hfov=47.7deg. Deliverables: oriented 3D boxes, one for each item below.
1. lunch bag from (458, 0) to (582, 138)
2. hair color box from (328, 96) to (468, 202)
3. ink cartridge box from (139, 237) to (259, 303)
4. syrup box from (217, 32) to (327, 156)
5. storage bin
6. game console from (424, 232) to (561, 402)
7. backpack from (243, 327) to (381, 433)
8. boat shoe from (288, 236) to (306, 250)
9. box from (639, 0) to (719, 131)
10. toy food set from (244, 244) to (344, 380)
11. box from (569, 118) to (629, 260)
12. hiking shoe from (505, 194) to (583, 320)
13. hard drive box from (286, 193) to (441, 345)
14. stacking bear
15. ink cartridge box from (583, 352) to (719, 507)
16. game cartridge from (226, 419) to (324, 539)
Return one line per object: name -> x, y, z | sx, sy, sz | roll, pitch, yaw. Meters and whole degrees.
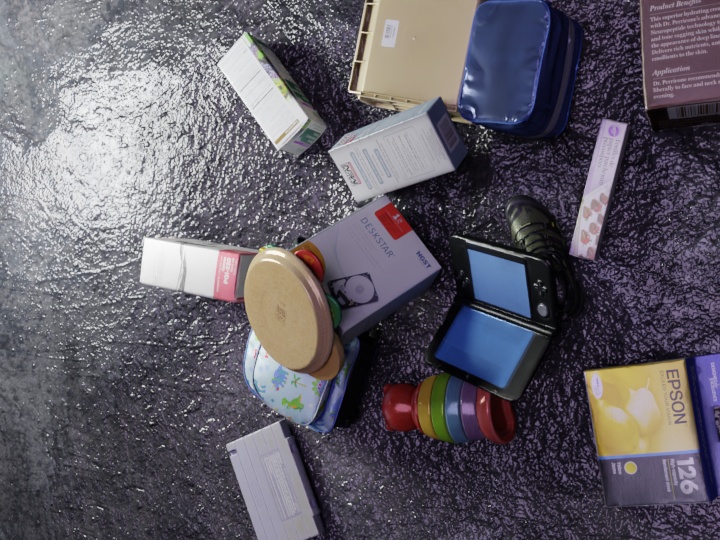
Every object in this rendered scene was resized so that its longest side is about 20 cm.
lunch bag -> 0.240, -0.300, 1.199 | 0.134, 0.131, 0.204 | 16, 97, 39
hair color box -> 0.057, -0.184, 1.265 | 0.197, 0.061, 0.100 | -14, 116, 39
ink cartridge box -> -0.257, -0.003, 1.405 | 0.196, 0.145, 0.087 | 8, 94, 23
syrup box -> -0.151, -0.300, 1.398 | 0.081, 0.078, 0.201 | -41, 74, 17
storage bin -> 0.098, -0.353, 1.281 | 0.195, 0.093, 0.204 | 14, 96, 23
game console -> 0.180, 0.061, 1.184 | 0.198, 0.115, 0.179 | 20, 130, 48
backpack -> -0.096, 0.151, 1.334 | 0.197, 0.146, 0.187 | 21, 95, 26
boat shoe -> -0.045, 0.008, 1.351 | 0.198, 0.074, 0.067 | 37, 115, 29
box -> 0.461, -0.305, 1.080 | 0.163, 0.164, 0.205 | -2, 88, 24
toy food set -> -0.101, 0.057, 1.206 | 0.198, 0.048, 0.202 | 22, 122, 40
box -> 0.351, -0.116, 1.195 | 0.038, 0.041, 0.204 | 15, 96, 23
hiking shoe -> 0.271, -0.024, 1.194 | 0.075, 0.100, 0.203 | -28, 80, 14
hard drive box -> 0.000, 0.000, 1.270 | 0.198, 0.077, 0.157 | -32, 74, -25
stacking bear -> 0.125, 0.210, 1.258 | 0.196, 0.113, 0.124 | -6, 93, 29
ink cartridge box -> 0.431, 0.228, 1.155 | 0.196, 0.047, 0.202 | -11, 84, 26
game cartridge -> -0.146, 0.375, 1.415 | 0.128, 0.038, 0.204 | -24, 80, 18
